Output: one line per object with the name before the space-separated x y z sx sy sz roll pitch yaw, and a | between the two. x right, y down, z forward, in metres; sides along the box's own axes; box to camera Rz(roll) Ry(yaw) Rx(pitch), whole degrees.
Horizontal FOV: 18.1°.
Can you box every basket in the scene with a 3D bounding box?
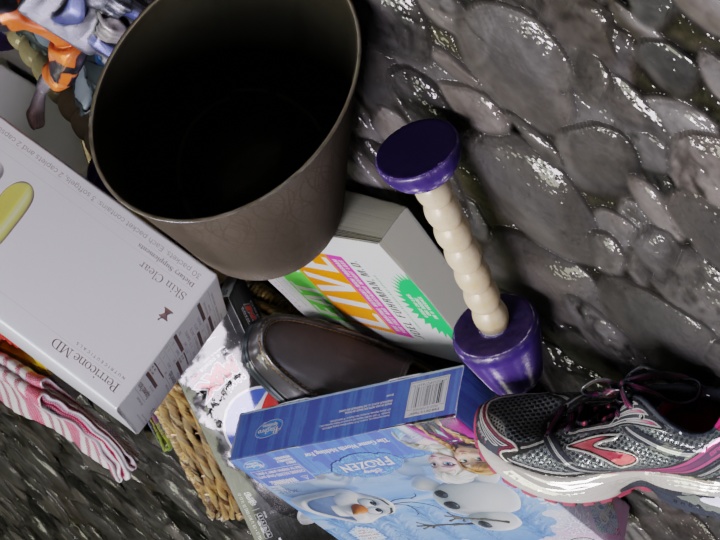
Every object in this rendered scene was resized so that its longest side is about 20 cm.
basket | -0.070 -0.077 1.378 0.136 0.181 0.200 38 170 13
basket | -0.071 0.088 1.803 0.141 0.150 0.201 -3 140 16

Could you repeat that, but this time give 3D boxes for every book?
book | 0.000 0.000 1.542 0.199 0.048 0.134 12 148 53

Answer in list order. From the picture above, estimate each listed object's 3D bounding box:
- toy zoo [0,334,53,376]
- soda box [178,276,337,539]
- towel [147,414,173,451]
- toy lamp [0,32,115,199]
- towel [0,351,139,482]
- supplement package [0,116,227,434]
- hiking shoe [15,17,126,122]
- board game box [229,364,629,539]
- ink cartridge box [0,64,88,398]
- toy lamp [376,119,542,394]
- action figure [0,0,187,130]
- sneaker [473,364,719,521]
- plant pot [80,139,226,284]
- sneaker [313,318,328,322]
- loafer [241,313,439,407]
toy zoo | -0.298 0.012 1.716 0.199 0.020 0.132 23 151 42
soda box | -0.078 0.108 1.651 0.071 0.063 0.201 -76 -37 -72
towel | -0.163 0.038 1.785 0.023 0.145 0.200 -1 147 14
toy lamp | -0.214 -0.137 1.571 0.200 0.058 0.058 50 163 25
towel | -0.276 0.094 1.797 0.199 0.030 0.146 24 165 38
supplement package | -0.202 0.001 1.518 0.199 0.111 0.156 35 172 5
hiking shoe | -0.175 -0.173 1.513 0.200 0.074 0.087 49 119 31
board game box | 0.048 0.146 1.551 0.199 0.044 0.199 -14 140 38
ink cartridge box | -0.260 -0.026 1.810 0.146 0.146 0.201 30 156 30
toy lamp | 0.065 -0.002 1.376 0.058 0.058 0.201 22 148 43
action figure | -0.207 -0.189 1.397 0.200 0.105 0.193 38 127 -24
sneaker | 0.160 0.091 1.354 0.198 0.081 0.075 1 131 29
plant pot | -0.153 -0.075 1.602 0.200 0.027 0.201 44 148 38
sneaker | 0.005 0.107 1.666 0.200 0.071 0.083 53 -166 -24
loafer | 0.014 0.076 1.560 0.199 0.073 0.072 22 155 -24
